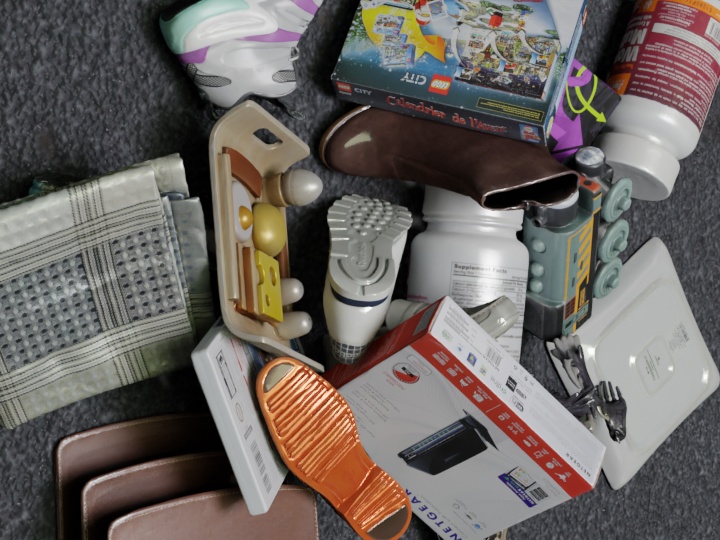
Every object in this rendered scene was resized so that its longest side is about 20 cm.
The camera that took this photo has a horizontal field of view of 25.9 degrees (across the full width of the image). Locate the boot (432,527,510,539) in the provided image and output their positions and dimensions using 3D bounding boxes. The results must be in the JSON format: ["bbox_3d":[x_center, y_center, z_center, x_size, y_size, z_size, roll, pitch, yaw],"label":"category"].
[{"bbox_3d":[0.076,0.235,1.481,0.150,0.073,0.202,33,70,-34],"label":"boot"}]

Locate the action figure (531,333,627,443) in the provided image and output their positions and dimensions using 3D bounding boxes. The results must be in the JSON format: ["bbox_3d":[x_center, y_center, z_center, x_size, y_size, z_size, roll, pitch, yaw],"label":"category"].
[{"bbox_3d":[0.187,0.132,1.522,0.118,0.103,0.200,-37,153,16],"label":"action figure"}]

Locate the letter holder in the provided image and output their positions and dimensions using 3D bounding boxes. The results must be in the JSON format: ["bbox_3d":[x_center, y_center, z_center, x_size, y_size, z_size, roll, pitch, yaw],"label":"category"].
[{"bbox_3d":[-0.143,0.195,1.302,0.198,0.100,0.144,-4,93,-36],"label":"letter holder"}]

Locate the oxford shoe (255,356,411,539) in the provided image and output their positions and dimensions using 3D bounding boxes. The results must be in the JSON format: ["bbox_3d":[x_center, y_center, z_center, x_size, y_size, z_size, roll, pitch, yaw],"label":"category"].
[{"bbox_3d":[-0.035,0.149,1.316,0.071,0.073,0.201,-39,116,-14],"label":"oxford shoe"}]

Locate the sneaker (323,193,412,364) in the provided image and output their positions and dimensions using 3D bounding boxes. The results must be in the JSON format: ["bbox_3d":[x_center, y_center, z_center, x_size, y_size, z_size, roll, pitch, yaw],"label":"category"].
[{"bbox_3d":[0.000,0.000,1.379,0.201,0.075,0.081,-71,168,-60],"label":"sneaker"}]

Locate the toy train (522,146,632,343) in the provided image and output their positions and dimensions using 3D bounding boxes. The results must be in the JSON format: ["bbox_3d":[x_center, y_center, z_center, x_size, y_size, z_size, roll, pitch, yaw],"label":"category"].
[{"bbox_3d":[0.202,-0.023,1.521,0.114,0.085,0.201,-39,145,-31],"label":"toy train"}]

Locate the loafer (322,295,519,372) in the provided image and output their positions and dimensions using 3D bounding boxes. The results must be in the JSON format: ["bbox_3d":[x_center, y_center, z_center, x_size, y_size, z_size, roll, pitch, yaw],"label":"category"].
[{"bbox_3d":[0.047,0.057,1.380,0.070,0.199,0.070,-21,89,-61],"label":"loafer"}]

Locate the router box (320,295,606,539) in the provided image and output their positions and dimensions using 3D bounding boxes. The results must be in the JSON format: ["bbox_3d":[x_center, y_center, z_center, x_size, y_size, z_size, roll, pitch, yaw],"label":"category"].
[{"bbox_3d":[0.079,0.136,1.342,0.200,0.179,0.049,42,44,-13],"label":"router box"}]

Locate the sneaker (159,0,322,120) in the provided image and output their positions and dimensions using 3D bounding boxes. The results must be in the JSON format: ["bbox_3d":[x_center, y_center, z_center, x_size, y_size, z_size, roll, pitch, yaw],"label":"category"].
[{"bbox_3d":[-0.068,-0.199,1.355,0.199,0.078,0.141,-32,113,-21],"label":"sneaker"}]

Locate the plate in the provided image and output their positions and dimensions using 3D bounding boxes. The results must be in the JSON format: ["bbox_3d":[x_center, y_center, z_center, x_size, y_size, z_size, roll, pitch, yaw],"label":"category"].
[{"bbox_3d":[0.302,0.099,1.666,0.200,0.032,0.201,-39,114,-29],"label":"plate"}]

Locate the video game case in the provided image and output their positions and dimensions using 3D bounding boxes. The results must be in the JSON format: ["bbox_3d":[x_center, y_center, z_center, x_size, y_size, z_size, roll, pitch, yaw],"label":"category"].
[{"bbox_3d":[-0.083,0.095,1.313,0.200,0.018,0.145,-59,132,-67],"label":"video game case"}]

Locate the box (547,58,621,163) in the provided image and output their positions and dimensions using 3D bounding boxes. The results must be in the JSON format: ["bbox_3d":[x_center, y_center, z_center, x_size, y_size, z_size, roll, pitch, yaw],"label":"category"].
[{"bbox_3d":[0.143,-0.162,1.501,0.199,0.036,0.144,32,97,-32],"label":"box"}]

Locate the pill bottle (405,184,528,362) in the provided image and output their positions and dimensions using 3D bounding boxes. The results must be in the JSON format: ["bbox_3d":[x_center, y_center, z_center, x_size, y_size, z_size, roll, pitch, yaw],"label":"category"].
[{"bbox_3d":[0.098,0.024,1.460,0.112,0.113,0.203,6,89,-36],"label":"pill bottle"}]

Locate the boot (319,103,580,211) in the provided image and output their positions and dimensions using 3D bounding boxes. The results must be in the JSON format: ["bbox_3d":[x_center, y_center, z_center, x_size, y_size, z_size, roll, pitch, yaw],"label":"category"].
[{"bbox_3d":[0.076,-0.098,1.379,0.198,0.167,0.073,-9,117,-15],"label":"boot"}]

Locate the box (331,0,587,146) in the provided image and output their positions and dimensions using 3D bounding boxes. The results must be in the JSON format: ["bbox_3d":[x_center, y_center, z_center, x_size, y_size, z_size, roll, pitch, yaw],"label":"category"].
[{"bbox_3d":[0.088,-0.199,1.392,0.038,0.198,0.138,67,40,-66],"label":"box"}]

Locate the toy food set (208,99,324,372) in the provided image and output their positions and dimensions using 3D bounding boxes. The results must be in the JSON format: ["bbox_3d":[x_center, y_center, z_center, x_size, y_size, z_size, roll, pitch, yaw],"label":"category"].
[{"bbox_3d":[-0.067,-0.024,1.303,0.143,0.060,0.203,34,48,-68],"label":"toy food set"}]

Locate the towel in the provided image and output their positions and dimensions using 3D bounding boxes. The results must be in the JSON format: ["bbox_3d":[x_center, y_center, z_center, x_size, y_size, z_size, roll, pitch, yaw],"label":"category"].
[{"bbox_3d":[-0.209,0.018,1.224,0.198,0.035,0.194,-19,121,-18],"label":"towel"}]

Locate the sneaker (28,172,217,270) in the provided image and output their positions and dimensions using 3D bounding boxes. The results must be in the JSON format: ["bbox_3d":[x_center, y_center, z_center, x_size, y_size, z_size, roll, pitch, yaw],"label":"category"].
[{"bbox_3d":[-0.189,-0.018,1.284,0.198,0.078,0.087,14,102,-34],"label":"sneaker"}]

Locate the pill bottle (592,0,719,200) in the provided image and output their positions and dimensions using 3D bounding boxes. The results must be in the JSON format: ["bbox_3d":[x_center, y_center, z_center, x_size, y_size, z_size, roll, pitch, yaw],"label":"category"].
[{"bbox_3d":[0.306,-0.182,1.604,0.109,0.109,0.202,31,74,-33],"label":"pill bottle"}]
